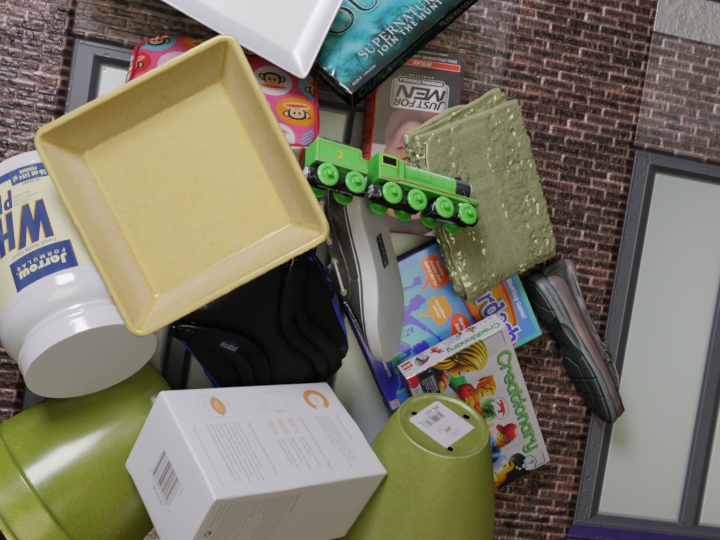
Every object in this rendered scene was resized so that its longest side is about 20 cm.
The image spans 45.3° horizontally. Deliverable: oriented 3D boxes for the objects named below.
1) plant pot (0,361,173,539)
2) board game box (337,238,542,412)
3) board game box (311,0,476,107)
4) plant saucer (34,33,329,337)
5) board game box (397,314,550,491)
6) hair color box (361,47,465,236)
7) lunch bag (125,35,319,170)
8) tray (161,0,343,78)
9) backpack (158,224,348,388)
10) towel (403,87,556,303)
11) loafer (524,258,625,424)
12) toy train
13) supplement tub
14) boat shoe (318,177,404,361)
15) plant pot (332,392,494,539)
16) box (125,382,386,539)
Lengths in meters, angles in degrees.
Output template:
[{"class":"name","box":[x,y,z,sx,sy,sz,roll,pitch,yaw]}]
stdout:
[{"class":"plant pot","box":[-0.260,0.193,0.870,0.192,0.200,0.202,-37,100,-17]},{"class":"board game box","box":[0.089,0.046,0.986,0.198,0.045,0.154,-26,98,-8]},{"class":"board game box","box":[0.016,-0.278,0.906,0.200,0.028,0.135,-43,73,-15]},{"class":"plant saucer","box":[-0.155,-0.074,0.771,0.198,0.048,0.202,-27,92,-2]},{"class":"board game box","box":[0.132,0.164,0.978,0.125,0.035,0.202,-27,117,-8]},{"class":"hair color box","box":[0.054,-0.142,0.958,0.100,0.061,0.203,4,94,-12]},{"class":"lunch bag","box":[-0.138,-0.150,0.866,0.197,0.178,0.083,7,136,-13]},{"class":"tray","box":[-0.118,-0.279,0.832,0.198,0.022,0.108,27,90,-13]},{"class":"backpack","box":[-0.105,0.035,0.893,0.161,0.168,0.201,-29,131,-3]},{"class":"towel","box":[0.133,-0.082,0.937,0.147,0.036,0.202,-25,103,-20]},{"class":"loafer","box":[0.266,0.081,1.011,0.062,0.072,0.202,-31,97,-13]},{"class":"toy train","box":[0.033,-0.084,0.852,0.197,0.042,0.057,12,66,-26]},{"class":"supplement tub","box":[-0.283,0.003,0.826,0.143,0.145,0.202,-24,64,-8]},{"class":"boat shoe","box":[0.000,0.000,0.916,0.063,0.071,0.203,-1,109,28]},{"class":"plant pot","box":[0.062,0.233,0.886,0.184,0.188,0.202,4,122,-11]},{"class":"box","box":[-0.096,0.185,0.807,0.198,0.125,0.098,4,126,-43]}]
